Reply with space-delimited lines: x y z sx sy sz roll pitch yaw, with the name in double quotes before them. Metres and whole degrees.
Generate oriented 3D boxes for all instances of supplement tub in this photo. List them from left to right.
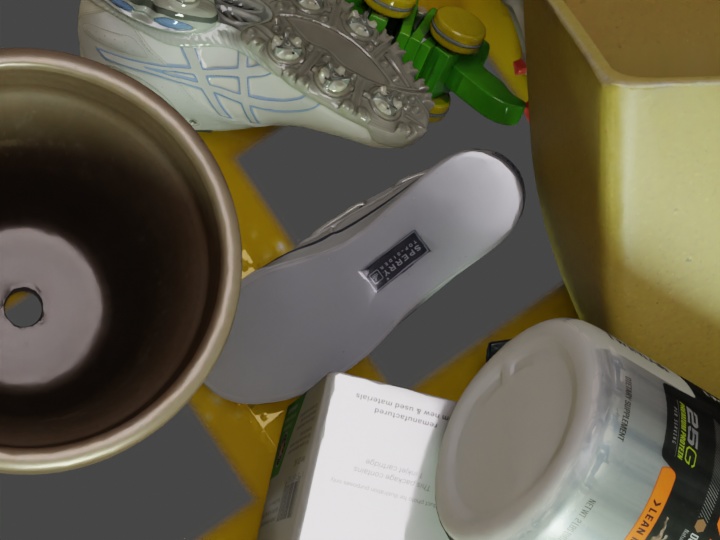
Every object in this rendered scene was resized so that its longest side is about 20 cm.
"supplement tub" 0.143 0.116 1.113 0.199 0.122 0.123 29 75 -27

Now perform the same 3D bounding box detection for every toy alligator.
"toy alligator" 0.004 -0.139 1.285 0.199 0.060 0.054 27 32 2

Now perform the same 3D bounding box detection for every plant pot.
"plant pot" -0.167 0.008 1.162 0.198 0.175 0.202 2 80 -10
"plant pot" 0.187 -0.035 1.186 0.193 0.196 0.202 -2 114 -8

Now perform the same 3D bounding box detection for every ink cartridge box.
"ink cartridge box" -0.011 0.164 1.178 0.084 0.146 0.202 14 79 -8

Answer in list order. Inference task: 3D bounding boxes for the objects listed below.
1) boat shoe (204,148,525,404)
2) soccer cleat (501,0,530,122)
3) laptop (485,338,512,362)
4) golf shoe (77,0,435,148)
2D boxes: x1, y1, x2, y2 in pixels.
"boat shoe" 0.000 0.000 1.249 0.200 0.066 0.072 -39 92 7
"soccer cleat" 0.114 -0.146 1.296 0.077 0.069 0.201 -21 82 -17
"laptop" 0.161 0.139 1.231 0.176 0.103 0.202 0 93 -11
"golf shoe" -0.059 -0.107 1.251 0.199 0.098 0.078 28 42 1
